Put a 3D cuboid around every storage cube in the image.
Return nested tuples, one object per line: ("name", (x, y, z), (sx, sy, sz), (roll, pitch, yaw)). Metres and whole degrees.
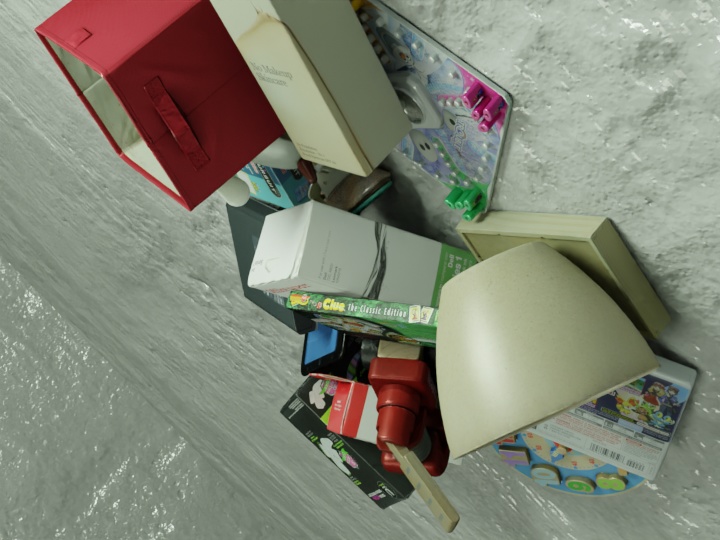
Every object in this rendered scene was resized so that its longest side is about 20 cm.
("storage cube", (-0.173, -0.200, 1.231), (0.199, 0.179, 0.172), (35, 161, 49))

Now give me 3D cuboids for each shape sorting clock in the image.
("shape sorting clock", (0.224, 0.181, 1.386), (0.197, 0.039, 0.202), (18, 140, 15))

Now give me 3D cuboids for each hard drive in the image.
("hard drive", (-0.115, -0.011, 1.608), (0.200, 0.032, 0.142), (27, 130, 63))

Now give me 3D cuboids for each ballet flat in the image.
("ballet flat", (-0.023, -0.082, 1.383), (0.067, 0.068, 0.200), (50, 158, 1))

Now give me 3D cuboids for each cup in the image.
("cup", (0.145, 0.061, 1.129), (0.145, 0.198, 0.200), (67, 162, 10))

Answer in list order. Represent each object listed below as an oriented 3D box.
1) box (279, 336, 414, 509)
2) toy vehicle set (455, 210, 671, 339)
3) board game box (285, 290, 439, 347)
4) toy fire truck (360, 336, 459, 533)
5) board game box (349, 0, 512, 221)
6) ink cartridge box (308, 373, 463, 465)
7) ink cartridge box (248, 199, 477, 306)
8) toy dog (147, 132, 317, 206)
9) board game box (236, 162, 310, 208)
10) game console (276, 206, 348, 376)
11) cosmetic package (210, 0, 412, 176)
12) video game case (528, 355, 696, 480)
("box", (0.018, 0.194, 1.721), (0.200, 0.149, 0.124), (43, 159, 0))
("toy vehicle set", (0.186, 0.001, 1.203), (0.125, 0.027, 0.199), (53, 158, -24))
("board game box", (0.030, 0.052, 1.272), (0.198, 0.024, 0.104), (6, 163, 41))
("toy fire truck", (0.064, 0.183, 1.368), (0.126, 0.203, 0.177), (3, 149, 16))
("board game box", (0.043, -0.151, 1.176), (0.199, 0.026, 0.201), (38, 159, 16))
("ink cartridge box", (0.029, 0.183, 1.594), (0.197, 0.068, 0.116), (16, 173, -8))
("ink cartridge box", (0.000, 0.000, 1.344), (0.197, 0.086, 0.146), (18, 168, -23))
("toy dog", (-0.116, -0.115, 1.328), (0.132, 0.198, 0.098), (37, -146, -53))
("board game box", (-0.150, -0.157, 1.494), (0.199, 0.047, 0.152), (21, 150, 45))
("game console", (-0.076, 0.022, 1.606), (0.176, 0.117, 0.200), (44, 159, -6))
("cosmetic package", (-0.044, -0.187, 1.128), (0.103, 0.073, 0.201), (19, 149, 48))
("video game case", (0.219, 0.120, 1.274), (0.197, 0.023, 0.184), (21, 145, 15))
